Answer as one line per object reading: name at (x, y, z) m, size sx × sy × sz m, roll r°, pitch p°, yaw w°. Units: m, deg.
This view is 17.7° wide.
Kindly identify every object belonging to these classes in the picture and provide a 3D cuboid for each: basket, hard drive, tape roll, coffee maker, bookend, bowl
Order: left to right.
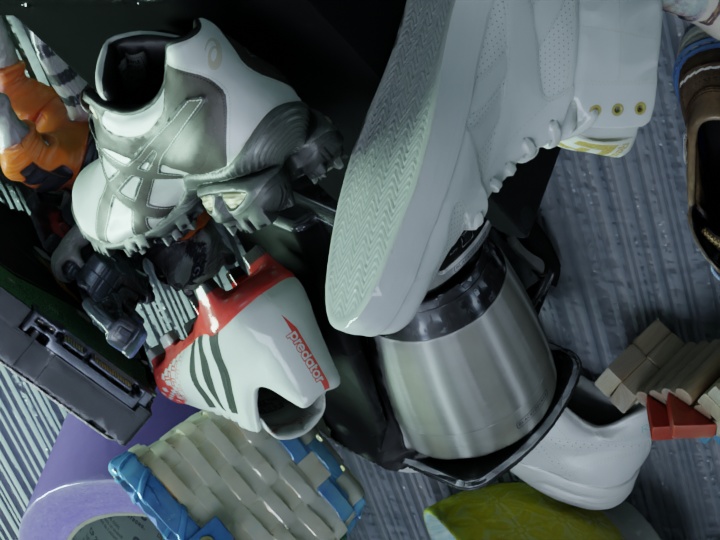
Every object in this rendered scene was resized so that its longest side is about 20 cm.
hard drive at (-0.182, 0.013, 1.259) m, size 0.139 × 0.200 × 0.038 m, roll 37°, pitch 96°, yaw -21°
tape roll at (-0.111, 0.165, 1.470) m, size 0.198 × 0.085 × 0.201 m, roll 11°, pitch 138°, yaw 10°
basket at (-0.095, 0.160, 1.283) m, size 0.139 × 0.200 × 0.176 m, roll 52°, pitch 174°, yaw 0°
bookend at (-0.034, -0.107, 1.052) m, size 0.198 × 0.093 × 0.200 m, roll 3°, pitch 151°, yaw 41°
coffee maker at (0.000, 0.000, 1.203) m, size 0.191 × 0.135 × 0.201 m, roll -1°, pitch 135°, yaw 24°
bowl at (0.133, 0.198, 1.374) m, size 0.107 × 0.200 × 0.201 m, roll -32°, pitch 131°, yaw -8°

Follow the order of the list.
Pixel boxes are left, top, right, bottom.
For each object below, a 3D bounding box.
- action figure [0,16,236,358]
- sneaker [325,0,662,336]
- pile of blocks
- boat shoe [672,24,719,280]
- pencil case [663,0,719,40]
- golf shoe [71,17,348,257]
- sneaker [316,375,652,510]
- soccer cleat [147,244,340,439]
action figure at (-0.136, -0.046, 1.213) m, size 0.105 × 0.200 × 0.193 m, roll -45°, pitch 125°, yaw 4°
sneaker at (0.064, -0.054, 0.944) m, size 0.115 × 0.202 × 0.074 m, roll 23°, pitch 172°, yaw -26°
pile of blocks at (0.196, 0.079, 1.207) m, size 0.199 × 0.062 × 0.082 m, roll 5°, pitch 128°, yaw 54°
boat shoe at (0.193, -0.028, 1.140) m, size 0.072 × 0.073 × 0.201 m, roll -7°, pitch 133°, yaw 28°
pencil case at (0.138, -0.150, 1.014) m, size 0.199 × 0.090 × 0.078 m, roll 26°, pitch 118°, yaw -8°
golf shoe at (-0.084, -0.064, 0.999) m, size 0.095 × 0.078 × 0.199 m, roll 52°, pitch 151°, yaw -16°
sneaker at (0.071, 0.070, 1.310) m, size 0.198 × 0.076 × 0.089 m, roll 12°, pitch 135°, yaw -6°
soccer cleat at (-0.056, 0.051, 1.165) m, size 0.085 × 0.068 × 0.200 m, roll 55°, pitch 161°, yaw 6°
